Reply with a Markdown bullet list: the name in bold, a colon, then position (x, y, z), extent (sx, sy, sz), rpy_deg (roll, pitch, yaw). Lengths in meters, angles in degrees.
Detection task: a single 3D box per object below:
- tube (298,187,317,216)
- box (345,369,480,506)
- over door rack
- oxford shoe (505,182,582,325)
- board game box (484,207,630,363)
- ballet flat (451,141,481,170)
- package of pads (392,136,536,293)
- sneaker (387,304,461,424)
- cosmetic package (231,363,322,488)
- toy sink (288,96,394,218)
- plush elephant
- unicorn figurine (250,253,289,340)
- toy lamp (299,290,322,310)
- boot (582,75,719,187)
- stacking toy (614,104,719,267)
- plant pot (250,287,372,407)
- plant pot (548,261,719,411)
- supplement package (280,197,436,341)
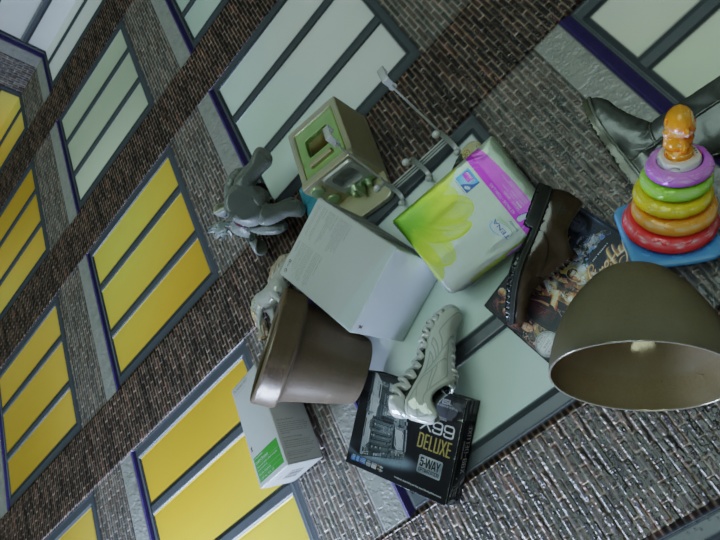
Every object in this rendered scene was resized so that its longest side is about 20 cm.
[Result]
- **tube**: position (-0.080, -0.113, 1.119), extent (0.077, 0.050, 0.201), rpy_deg (-39, 54, 29)
- **box**: position (0.080, 0.260, 0.897), extent (0.199, 0.050, 0.159), rpy_deg (10, 84, 39)
- **over door rack**: position (0.054, -0.211, 0.939), extent (0.148, 0.200, 0.067), rpy_deg (-40, 31, 23)
- **oxford shoe**: position (0.252, -0.011, 0.770), extent (0.084, 0.073, 0.202), rpy_deg (18, 106, 10)
- **board game box**: position (0.289, 0.016, 0.802), extent (0.135, 0.034, 0.201), rpy_deg (44, 107, 36)
- **ballet flat**: position (0.153, -0.120, 0.923), extent (0.066, 0.057, 0.201), rpy_deg (26, 96, 56)
- **package of pads**: position (0.173, -0.078, 0.856), extent (0.200, 0.068, 0.155), rpy_deg (-39, 84, 18)
- **sneaker**: position (0.119, 0.144, 0.854), extent (0.081, 0.075, 0.201), rpy_deg (13, 60, 32)
- **cosmetic package**: position (-0.160, 0.286, 1.051), extent (0.108, 0.084, 0.201), rpy_deg (-49, 54, 33)
- **toy sink**: position (-0.042, -0.202, 1.065), extent (0.130, 0.112, 0.201), rpy_deg (-32, 61, 28)
- **plush elephant**: position (-0.228, -0.125, 1.179), extent (0.200, 0.155, 0.165), rpy_deg (-41, 91, -9)
- **unicorn figurine**: position (-0.168, 0.053, 1.127), extent (0.199, 0.074, 0.138), rpy_deg (-32, 62, 28)
- **toy lamp**: position (-0.099, 0.127, 1.066), extent (0.058, 0.058, 0.202), rpy_deg (-11, 73, 36)
- **boot**: position (0.420, -0.212, 0.732), extent (0.200, 0.072, 0.183), rpy_deg (-40, 71, 32)
- **stacking toy**: position (0.366, -0.107, 0.653), extent (0.109, 0.201, 0.117), rpy_deg (-10, 45, 14)
- **plant pot**: position (-0.077, 0.148, 0.950), extent (0.200, 0.173, 0.202), rpy_deg (-162, 90, -82)
- **plant pot**: position (0.332, 0.069, 0.672), extent (0.199, 0.200, 0.135), rpy_deg (-12, 52, 35)
- **supplement package**: position (0.000, 0.000, 0.958), extent (0.200, 0.150, 0.153), rpy_deg (36, 101, 38)
